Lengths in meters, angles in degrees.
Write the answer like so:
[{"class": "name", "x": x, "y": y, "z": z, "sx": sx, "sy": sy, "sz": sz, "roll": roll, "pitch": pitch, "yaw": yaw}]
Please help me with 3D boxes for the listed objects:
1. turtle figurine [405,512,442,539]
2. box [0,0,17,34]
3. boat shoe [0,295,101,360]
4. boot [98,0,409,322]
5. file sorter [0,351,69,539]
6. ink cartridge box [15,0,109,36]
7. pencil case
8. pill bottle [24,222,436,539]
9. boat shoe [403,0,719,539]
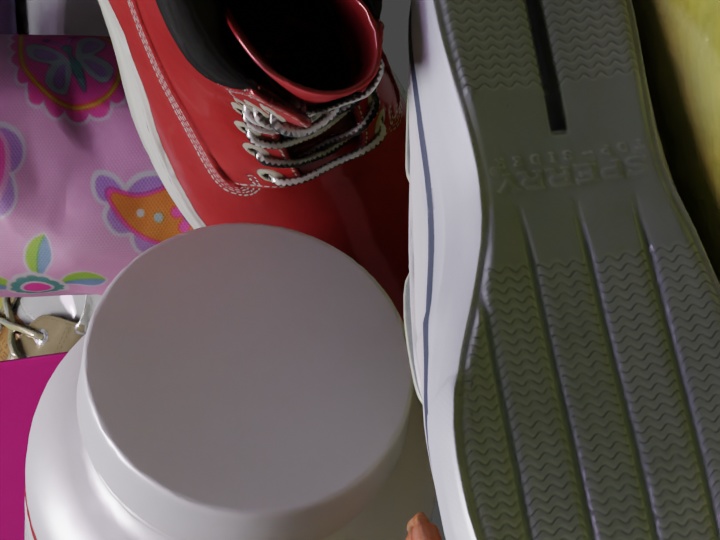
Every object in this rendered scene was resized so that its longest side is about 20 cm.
[{"class": "turtle figurine", "x": -0.032, "y": 0.163, "z": 0.671, "sx": 0.162, "sy": 0.064, "sz": 0.201, "roll": 105, "pitch": -178, "yaw": -48}, {"class": "box", "x": -0.224, "y": -0.119, "z": 0.962, "sx": 0.123, "sy": 0.197, "sz": 0.201, "roll": -131, "pitch": 36, "yaw": -57}, {"class": "boat shoe", "x": -0.122, "y": 0.033, "z": 1.202, "sx": 0.075, "sy": 0.068, "sz": 0.201, "roll": -128, "pitch": 35, "yaw": -59}, {"class": "boot", "x": -0.014, "y": -0.039, "z": 0.732, "sx": 0.201, "sy": 0.072, "sz": 0.144, "roll": 62, "pitch": 173, "yaw": -33}, {"class": "file sorter", "x": -0.116, "y": 0.099, "z": 0.965, "sx": 0.125, "sy": 0.198, "sz": 0.140, "roll": -164, "pitch": 67, "yaw": -88}, {"class": "ink cartridge box", "x": -0.081, "y": -0.163, "z": 0.957, "sx": 0.147, "sy": 0.082, "sz": 0.201, "roll": -114, "pitch": 24, "yaw": -42}, {"class": "pencil case", "x": -0.108, "y": -0.031, "z": 0.899, "sx": 0.087, "sy": 0.198, "sz": 0.088, "roll": 0, "pitch": -90, "yaw": -90}, {"class": "pill bottle", "x": -0.038, "y": 0.075, "z": 0.792, "sx": 0.200, "sy": 0.111, "sz": 0.113, "roll": 102, "pitch": 155, "yaw": -58}, {"class": "boat shoe", "x": 0.047, "y": 0.010, "z": 0.657, "sx": 0.067, "sy": 0.073, "sz": 0.201, "roll": 106, "pitch": 164, "yaw": -65}]
